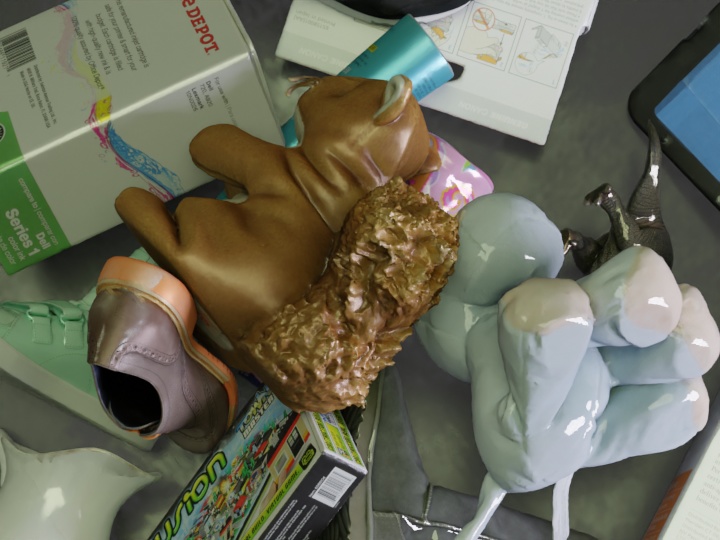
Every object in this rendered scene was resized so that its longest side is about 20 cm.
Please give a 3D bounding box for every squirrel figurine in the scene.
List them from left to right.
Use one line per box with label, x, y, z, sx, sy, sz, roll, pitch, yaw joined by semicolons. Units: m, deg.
squirrel figurine;-0.015;-0.024;1.084;0.186;0.142;0.200;-42;54;-13

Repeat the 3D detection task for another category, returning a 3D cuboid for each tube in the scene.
tube;-0.031;-0.086;1.196;0.199;0.077;0.051;-38;87;0

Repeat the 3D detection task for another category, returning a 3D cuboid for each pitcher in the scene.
pitcher;-0.229;0.200;1.149;0.170;0.121;0.202;11;77;35

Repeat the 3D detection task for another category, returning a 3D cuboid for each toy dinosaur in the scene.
toy dinosaur;0.168;0.005;1.190;0.076;0.102;0.202;-12;62;38

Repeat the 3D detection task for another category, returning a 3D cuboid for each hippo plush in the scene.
hippo plush;0.110;0.043;1.096;0.158;0.161;0.202;-1;123;-26

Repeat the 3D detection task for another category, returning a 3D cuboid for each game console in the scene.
game console;0.283;-0.114;1.153;0.116;0.176;0.200;-33;67;-20

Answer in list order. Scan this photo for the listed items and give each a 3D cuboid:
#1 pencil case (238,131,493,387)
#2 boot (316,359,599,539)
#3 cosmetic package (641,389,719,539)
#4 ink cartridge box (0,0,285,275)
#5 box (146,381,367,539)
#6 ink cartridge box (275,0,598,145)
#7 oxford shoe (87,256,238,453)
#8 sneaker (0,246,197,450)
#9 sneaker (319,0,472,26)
pencil case;0.000;0.000;1.190;0.087;0.087;0.201;35;83;7
boot;0.070;0.149;1.136;0.198;0.073;0.184;15;65;-21
cosmetic package;0.250;0.113;1.152;0.071;0.101;0.201;29;81;7
ink cartridge box;-0.164;-0.106;1.177;0.199;0.084;0.145;-25;43;-3
box;-0.078;0.161;1.113;0.035;0.110;0.201;28;107;-28
ink cartridge box;0.061;-0.196;1.242;0.198;0.044;0.175;19;92;5
oxford shoe;-0.125;0.070;1.090;0.071;0.200;0.073;12;63;19
sneaker;-0.186;0.021;1.155;0.200;0.073;0.119;34;77;-37
sneaker;-0.016;-0.208;1.183;0.198;0.088;0.077;10;89;5
